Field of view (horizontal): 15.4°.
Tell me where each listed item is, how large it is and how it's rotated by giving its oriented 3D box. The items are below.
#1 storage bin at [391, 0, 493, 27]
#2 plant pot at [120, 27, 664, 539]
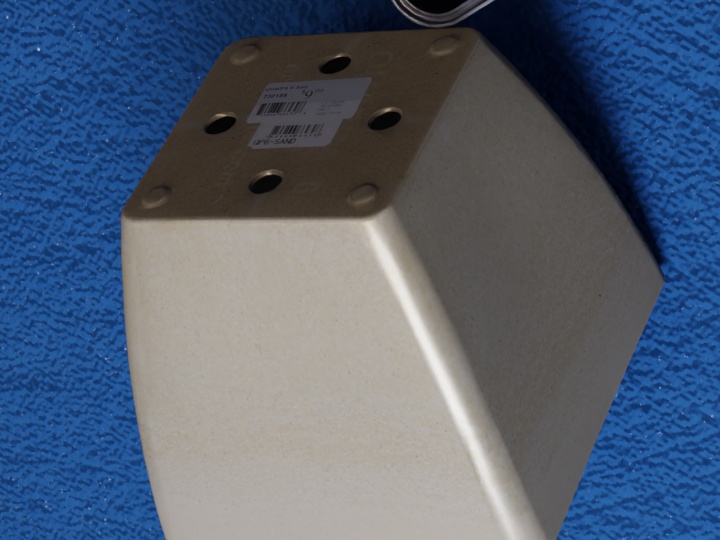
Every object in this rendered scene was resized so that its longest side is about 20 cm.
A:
[{"bbox_3d":[0.082,-0.215,1.188,0.200,0.094,0.135,-30,94,33],"label":"storage bin"},{"bbox_3d":[0.000,0.000,1.226,0.199,0.200,0.177,0,132,28],"label":"plant pot"}]
